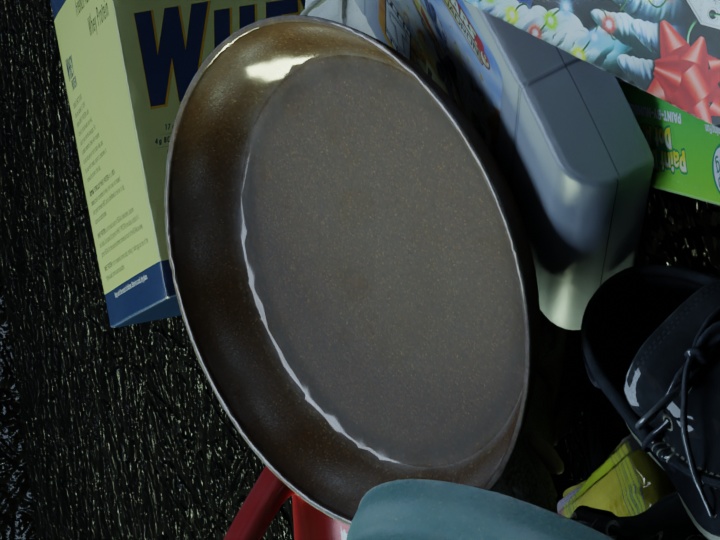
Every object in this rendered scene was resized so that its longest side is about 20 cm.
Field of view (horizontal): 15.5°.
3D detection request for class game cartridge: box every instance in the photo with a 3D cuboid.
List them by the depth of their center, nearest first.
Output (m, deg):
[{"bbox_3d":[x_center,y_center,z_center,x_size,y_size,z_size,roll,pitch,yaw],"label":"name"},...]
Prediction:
[{"bbox_3d":[0.042,-0.088,0.969,0.201,0.041,0.133,61,171,24],"label":"game cartridge"}]

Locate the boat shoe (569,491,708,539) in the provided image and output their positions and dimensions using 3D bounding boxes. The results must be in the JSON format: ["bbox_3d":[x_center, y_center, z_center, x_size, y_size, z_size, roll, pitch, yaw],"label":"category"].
[{"bbox_3d":[0.125,0.102,0.932,0.199,0.074,0.066,-29,42,66],"label":"boat shoe"}]

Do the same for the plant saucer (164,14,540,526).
[{"bbox_3d":[0.000,0.000,1.000,0.200,0.032,0.202,21,120,41],"label":"plant saucer"}]

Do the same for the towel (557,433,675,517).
[{"bbox_3d":[0.122,0.171,1.073,0.144,0.023,0.201,122,135,-68],"label":"towel"}]

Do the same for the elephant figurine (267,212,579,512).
[{"bbox_3d":[0.037,0.043,1.096,0.141,0.155,0.201,-6,102,34],"label":"elephant figurine"}]

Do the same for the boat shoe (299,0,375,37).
[{"bbox_3d":[-0.019,-0.090,1.307,0.075,0.086,0.203,-166,67,-74],"label":"boat shoe"}]

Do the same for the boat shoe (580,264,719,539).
[{"bbox_3d":[0.121,0.042,0.875,0.062,0.075,0.200,50,178,-18],"label":"boat shoe"}]

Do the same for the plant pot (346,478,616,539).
[{"bbox_3d":[0.056,0.184,0.911,0.135,0.200,0.200,-59,0,-22],"label":"plant pot"}]

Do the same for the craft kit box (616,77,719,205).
[{"bbox_3d":[0.103,-0.128,0.912,0.200,0.048,0.199,-153,57,-72],"label":"craft kit box"}]

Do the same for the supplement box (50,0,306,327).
[{"bbox_3d":[-0.075,-0.085,1.428,0.200,0.133,0.201,157,102,-75],"label":"supplement box"}]

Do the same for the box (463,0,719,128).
[{"bbox_3d":[0.089,-0.160,0.794,0.137,0.040,0.201,30,123,39],"label":"box"}]

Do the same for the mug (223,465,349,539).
[{"bbox_3d":[0.017,0.139,1.189,0.133,0.177,0.202,-7,88,37],"label":"mug"}]
